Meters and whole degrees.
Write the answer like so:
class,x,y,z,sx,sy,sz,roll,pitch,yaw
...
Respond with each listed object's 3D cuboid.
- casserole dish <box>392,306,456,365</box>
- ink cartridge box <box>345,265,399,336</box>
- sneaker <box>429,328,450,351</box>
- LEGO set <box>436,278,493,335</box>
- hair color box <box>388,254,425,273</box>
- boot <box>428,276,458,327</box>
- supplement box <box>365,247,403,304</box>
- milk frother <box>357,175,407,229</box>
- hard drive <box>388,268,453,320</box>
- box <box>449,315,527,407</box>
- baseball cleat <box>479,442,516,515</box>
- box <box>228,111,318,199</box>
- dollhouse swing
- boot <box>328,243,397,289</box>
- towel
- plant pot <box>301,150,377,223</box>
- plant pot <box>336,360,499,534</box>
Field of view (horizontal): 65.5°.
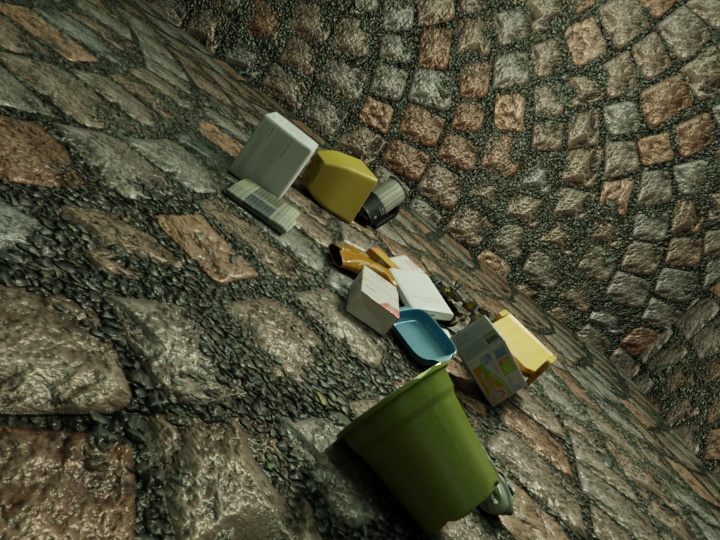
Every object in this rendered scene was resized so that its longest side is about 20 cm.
class,x,y,z,sx,sy,sz,roll,pitch,yaw
casserole dish,0.149,0.166,1.380,0.120,0.039,0.200,-7,39,-29
ink cartridge box,0.032,0.070,1.402,0.116,0.068,0.200,36,17,-9
sneaker,0.168,0.162,1.473,0.088,0.076,0.200,16,19,-23
LEGO set,0.290,0.133,1.646,0.200,0.154,0.116,43,-3,-12
hair color box,0.137,0.006,1.832,0.101,0.061,0.200,42,17,12
boot,0.261,0.096,1.826,0.200,0.076,0.168,48,15,17
supplement box,0.092,0.017,1.692,0.200,0.069,0.066,42,17,18
milk frother,0.052,-0.290,2.238,0.200,0.188,0.181,49,-15,20
hard drive,0.163,0.064,1.559,0.131,0.027,0.200,10,29,-23
box,0.322,0.230,1.404,0.200,0.112,0.102,54,4,-36
baseball cleat,0.213,0.356,1.026,0.106,0.070,0.201,33,24,-43
box,-0.253,-0.340,1.671,0.171,0.199,0.200,36,15,-9
dollhouse swing,0.421,0.243,1.599,0.175,0.182,0.200,-27,65,-40
boot,0.000,-0.001,1.555,0.144,0.071,0.201,10,29,-48
towel,-0.261,-0.176,1.521,0.192,0.035,0.200,34,18,-6
plant pot,-0.095,-0.325,2.025,0.199,0.195,0.196,22,22,-32
plant pot,0.097,0.265,0.817,0.185,0.200,0.200,55,20,15
